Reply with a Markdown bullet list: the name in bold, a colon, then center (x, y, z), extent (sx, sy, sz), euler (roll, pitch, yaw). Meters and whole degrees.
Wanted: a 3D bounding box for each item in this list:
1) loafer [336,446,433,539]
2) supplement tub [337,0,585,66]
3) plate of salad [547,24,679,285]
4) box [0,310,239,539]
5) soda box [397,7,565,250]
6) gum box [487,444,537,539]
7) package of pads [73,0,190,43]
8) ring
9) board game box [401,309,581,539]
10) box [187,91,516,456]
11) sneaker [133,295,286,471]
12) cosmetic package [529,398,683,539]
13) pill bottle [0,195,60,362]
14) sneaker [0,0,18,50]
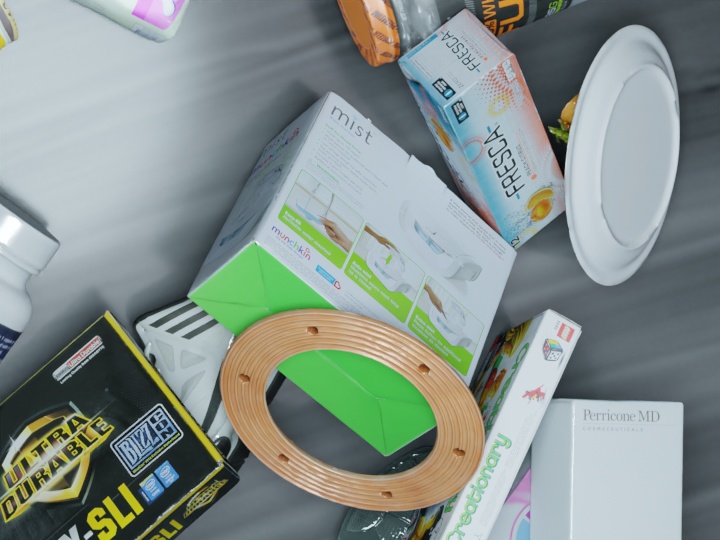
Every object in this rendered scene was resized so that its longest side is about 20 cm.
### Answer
- **loafer**: center (0.011, 0.230, 1.597), extent (0.072, 0.063, 0.201), euler (33, 77, 11)
- **supplement tub**: center (0.083, -0.233, 1.500), extent (0.199, 0.123, 0.123), euler (-23, 103, -8)
- **plate of salad**: center (0.196, -0.089, 1.548), extent (0.200, 0.048, 0.202), euler (-20, 114, -55)
- **box**: center (-0.210, 0.155, 1.462), extent (0.200, 0.049, 0.160), euler (-40, 66, -2)
- **soda box**: center (0.096, -0.101, 1.501), extent (0.068, 0.064, 0.200), euler (-37, 143, -6)
- **gum box**: center (0.135, 0.224, 1.591), extent (0.113, 0.066, 0.200), euler (43, 73, -15)
- **package of pads**: center (-0.168, -0.288, 1.460), extent (0.154, 0.068, 0.201), euler (25, 92, -16)
- **ring**: center (-0.005, 0.099, 1.441), extent (0.199, 0.019, 0.202), euler (11, 134, 11)
- **board game box**: center (0.096, 0.133, 1.530), extent (0.034, 0.126, 0.201), euler (29, 72, -7)
- **box**: center (0.000, 0.000, 1.486), extent (0.200, 0.097, 0.177), euler (39, 44, -16)
- **sneaker**: center (-0.135, 0.097, 1.540), extent (0.115, 0.075, 0.201), euler (39, 113, 20)
- **cosmetic package**: center (0.189, 0.200, 1.540), extent (0.101, 0.071, 0.202), euler (2, 86, -22)
- **pill bottle**: center (-0.309, 0.038, 1.457), extent (0.111, 0.111, 0.201), euler (37, 90, -16)
- **sneaker**: center (-0.331, -0.226, 1.428), extent (0.090, 0.075, 0.201), euler (-37, 104, -11)
